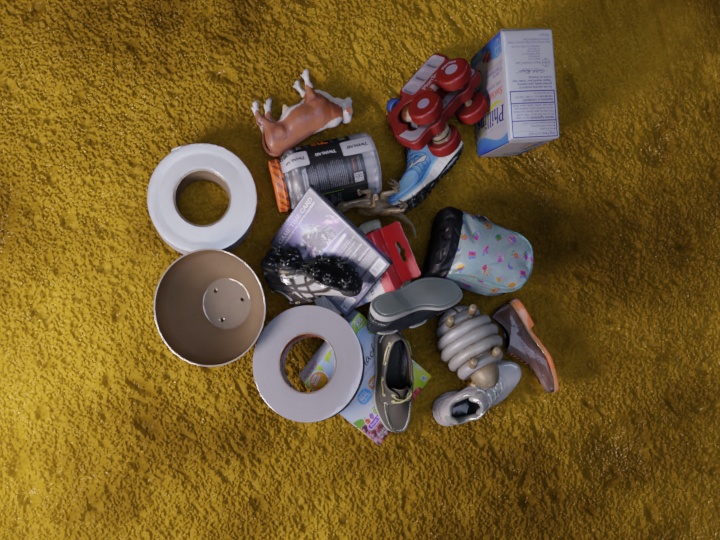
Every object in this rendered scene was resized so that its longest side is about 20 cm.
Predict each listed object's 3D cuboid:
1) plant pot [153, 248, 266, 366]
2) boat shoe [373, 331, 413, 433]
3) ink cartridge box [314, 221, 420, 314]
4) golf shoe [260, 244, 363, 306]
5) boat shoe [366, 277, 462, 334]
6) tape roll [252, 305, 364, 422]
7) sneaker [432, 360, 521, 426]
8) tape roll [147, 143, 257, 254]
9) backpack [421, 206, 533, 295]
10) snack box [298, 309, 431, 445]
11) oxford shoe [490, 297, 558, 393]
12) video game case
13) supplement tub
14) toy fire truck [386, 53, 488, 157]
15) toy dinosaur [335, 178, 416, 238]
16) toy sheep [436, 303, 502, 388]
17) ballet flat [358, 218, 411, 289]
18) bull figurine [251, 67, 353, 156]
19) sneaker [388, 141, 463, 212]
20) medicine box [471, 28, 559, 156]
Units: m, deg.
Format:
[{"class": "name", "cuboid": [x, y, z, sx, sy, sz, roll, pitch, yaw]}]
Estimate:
[{"class": "plant pot", "cuboid": [-0.257, 0.063, 1.363, 0.196, 0.134, 0.205, 0, 91, 3]}, {"class": "boat shoe", "cuboid": [0.064, 0.208, 1.381, 0.071, 0.060, 0.206, -9, 103, -19]}, {"class": "ink cartridge box", "cuboid": [0.000, 0.000, 1.407, 0.197, 0.067, 0.118, -23, 93, 19]}, {"class": "golf shoe", "cuboid": [-0.084, 0.022, 1.348, 0.197, 0.078, 0.096, 18, 129, 22]}, {"class": "boat shoe", "cuboid": [0.096, 0.066, 1.373, 0.196, 0.061, 0.076, -9, 51, -26]}, {"class": "tape roll", "cuboid": [-0.091, 0.167, 1.345, 0.196, 0.066, 0.205, -1, 80, 3]}, {"class": "sneaker", "cuboid": [0.239, 0.247, 1.468, 0.198, 0.099, 0.079, -33, 95, -8]}, {"class": "tape roll", "cuboid": [-0.289, -0.128, 1.387, 0.198, 0.071, 0.207, 1, 83, -9]}, {"class": "backpack", "cuboid": [0.231, -0.023, 1.456, 0.196, 0.126, 0.170, 18, 84, -12]}, {"class": "snack box", "cuboid": [0.009, 0.202, 1.436, 0.199, 0.068, 0.170, 40, 84, -15]}, {"class": "oxford shoe", "cuboid": [0.328, 0.160, 1.503, 0.072, 0.071, 0.203, -27, 84, -5]}, {"class": "video game case", "cuboid": [-0.055, -0.033, 1.358, 0.200, 0.019, 0.143, 44, 119, 5]}, {"class": "supplement tub", "cuboid": [-0.067, -0.178, 1.409, 0.196, 0.122, 0.125, -14, 92, -10]}, {"class": "toy fire truck", "cuboid": [0.133, -0.319, 1.433, 0.201, 0.167, 0.112, -49, 133, -7]}, {"class": "toy dinosaur", "cuboid": [0.044, -0.121, 1.407, 0.197, 0.101, 0.059, 11, 63, -29]}, {"class": "toy sheep", "cuboid": [0.207, 0.133, 1.447, 0.136, 0.138, 0.203, -21, 72, -8]}, {"class": "ballet flat", "cuboid": [0.063, -0.008, 1.460, 0.062, 0.067, 0.202, -31, 95, -18]}, {"class": "bull figurine", "cuboid": [-0.109, -0.301, 1.433, 0.198, 0.065, 0.123, -33, 91, -10]}, {"class": "sneaker", "cuboid": [0.110, -0.196, 1.475, 0.090, 0.079, 0.200, 41, 80, 12]}, {"class": "medicine box", "cuboid": [0.291, -0.332, 1.437, 0.101, 0.182, 0.205, -4, 90, -9]}]
